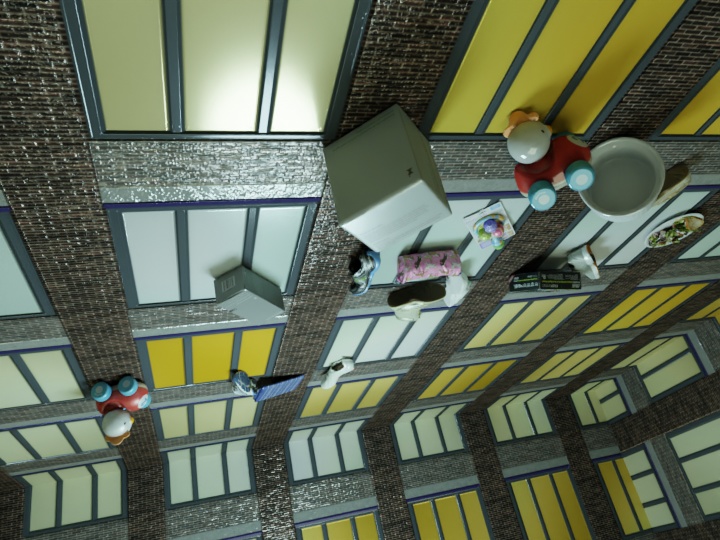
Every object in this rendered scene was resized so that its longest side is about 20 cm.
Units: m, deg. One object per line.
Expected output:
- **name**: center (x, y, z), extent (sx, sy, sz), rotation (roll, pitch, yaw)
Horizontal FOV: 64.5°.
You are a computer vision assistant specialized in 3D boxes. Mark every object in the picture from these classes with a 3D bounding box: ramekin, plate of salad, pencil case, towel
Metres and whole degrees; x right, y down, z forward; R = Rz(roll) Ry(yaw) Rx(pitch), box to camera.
- **ramekin**: center (0.652, -0.220, 1.433), extent (0.198, 0.204, 0.097), rotation (-26, 157, 20)
- **plate of salad**: center (1.071, -0.126, 1.947), extent (0.196, 0.049, 0.201), rotation (-12, 152, -6)
- **pencil case**: center (0.203, -0.012, 1.707), extent (0.196, 0.089, 0.083), rotation (-5, -178, -16)
- **towel**: center (-0.340, 0.485, 2.365), extent (0.197, 0.024, 0.145), rotation (-11, 153, -35)

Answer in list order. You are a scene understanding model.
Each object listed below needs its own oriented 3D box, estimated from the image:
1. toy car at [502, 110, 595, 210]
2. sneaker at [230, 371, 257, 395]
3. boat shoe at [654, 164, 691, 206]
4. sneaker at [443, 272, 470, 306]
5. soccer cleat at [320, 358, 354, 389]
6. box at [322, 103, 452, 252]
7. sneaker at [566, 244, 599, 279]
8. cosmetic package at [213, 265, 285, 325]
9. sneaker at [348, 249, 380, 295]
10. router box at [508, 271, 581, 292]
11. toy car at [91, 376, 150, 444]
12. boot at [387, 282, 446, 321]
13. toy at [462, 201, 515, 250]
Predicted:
- **toy car**: center (0.406, -0.280, 1.283), extent (0.175, 0.186, 0.201), rotation (-27, 121, 23)
- **sneaker**: center (-0.469, 0.452, 2.223), extent (0.083, 0.078, 0.201), rotation (-12, 151, 6)
- **boat shoe**: center (0.862, -0.220, 1.653), extent (0.068, 0.075, 0.199), rotation (21, 135, -39)
- **sneaker**: center (0.334, 0.048, 1.904), extent (0.087, 0.076, 0.201), rotation (-21, 159, -14)
- **soccer cleat**: center (-0.109, 0.420, 2.350), extent (0.077, 0.070, 0.199), rotation (21, 128, -40)
- **box**: center (0.055, -0.187, 1.200), extent (0.196, 0.203, 0.171), rotation (-25, 152, 22)
- **sneaker**: center (0.767, -0.022, 1.978), extent (0.091, 0.077, 0.200), rotation (-19, 145, 25)
- **cosmetic package**: center (-0.310, 0.073, 1.611), extent (0.105, 0.092, 0.200), rotation (-27, 146, 17)
- **sneaker**: center (0.000, 0.000, 1.658), extent (0.081, 0.072, 0.201), rotation (8, 145, -11)
- **router box**: center (0.634, 0.041, 1.964), extent (0.196, 0.064, 0.149), rotation (1, 175, -27)
- **toy car**: center (-0.830, 0.504, 1.994), extent (0.173, 0.203, 0.185), rotation (-11, 152, -7)
- **boot**: center (0.199, 0.111, 1.933), extent (0.196, 0.073, 0.155), rotation (-13, 151, 9)
- **toy**: center (0.380, -0.111, 1.646), extent (0.114, 0.048, 0.200), rotation (-25, 150, 16)
